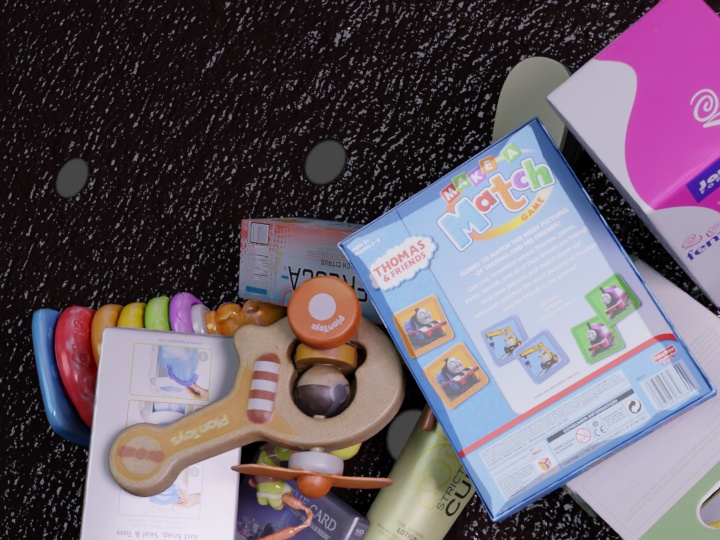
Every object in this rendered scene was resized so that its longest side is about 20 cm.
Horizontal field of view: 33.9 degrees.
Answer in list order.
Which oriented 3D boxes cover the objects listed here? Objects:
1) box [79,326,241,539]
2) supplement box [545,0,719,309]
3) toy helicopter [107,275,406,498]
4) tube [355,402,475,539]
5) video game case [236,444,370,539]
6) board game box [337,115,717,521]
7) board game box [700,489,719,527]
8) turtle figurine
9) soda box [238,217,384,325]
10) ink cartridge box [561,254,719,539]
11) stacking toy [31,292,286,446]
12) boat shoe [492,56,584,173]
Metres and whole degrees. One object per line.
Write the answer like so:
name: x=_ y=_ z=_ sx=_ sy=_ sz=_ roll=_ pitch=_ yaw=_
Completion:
box: x=-0.141 y=0.153 z=0.825 sx=0.101 sy=0.113 sz=0.200 roll=6 pitch=70 yaw=-12
supplement box: x=0.207 y=-0.067 z=0.717 sx=0.101 sy=0.200 sz=0.103 roll=-40 pitch=58 yaw=12
toy helicopter: x=-0.064 y=0.100 z=0.760 sx=0.200 sy=0.079 sz=0.132 roll=-23 pitch=69 yaw=-2
tube: x=0.051 y=0.143 z=0.820 sx=0.052 sy=0.058 sz=0.200 roll=31 pitch=88 yaw=44
video game case: x=-0.080 y=0.241 z=0.851 sx=0.143 sy=0.019 sz=0.200 roll=23 pitch=84 yaw=55
board game box: x=0.098 y=0.028 z=0.725 sx=0.151 sy=0.037 sz=0.200 roll=-32 pitch=73 yaw=9
board game box: x=0.265 y=0.186 z=0.691 sx=0.200 sy=0.040 sz=0.153 roll=-44 pitch=58 yaw=9
turtle figurine: x=-0.041 y=0.096 z=0.845 sx=0.200 sy=0.064 sz=0.161 roll=-45 pitch=35 yaw=3
soda box: x=0.000 y=0.000 z=0.860 sx=0.200 sy=0.068 sz=0.064 roll=9 pitch=100 yaw=43
ink cartridge box: x=0.188 y=0.096 z=0.729 sx=0.146 sy=0.048 sz=0.200 roll=-43 pitch=47 yaw=-3
stacking toy: x=-0.153 y=0.059 z=0.947 sx=0.200 sy=0.116 sz=0.110 roll=-19 pitch=67 yaw=10
boat shoe: x=0.113 y=-0.051 z=0.849 sx=0.074 sy=0.063 sz=0.202 roll=24 pitch=100 yaw=29
